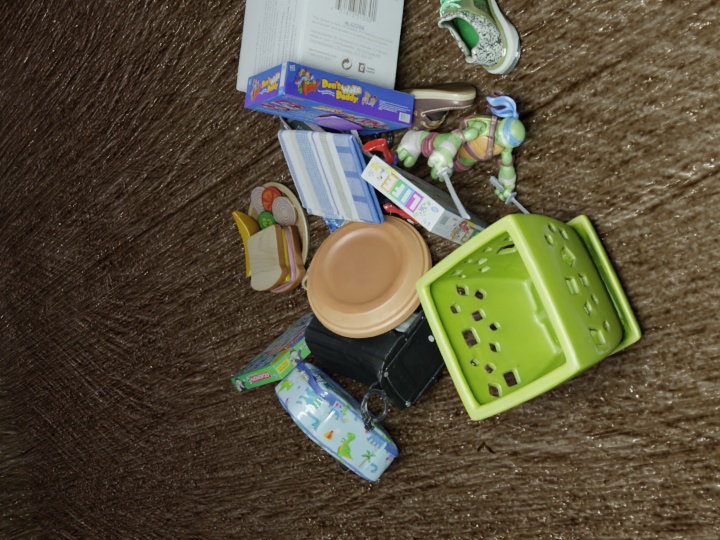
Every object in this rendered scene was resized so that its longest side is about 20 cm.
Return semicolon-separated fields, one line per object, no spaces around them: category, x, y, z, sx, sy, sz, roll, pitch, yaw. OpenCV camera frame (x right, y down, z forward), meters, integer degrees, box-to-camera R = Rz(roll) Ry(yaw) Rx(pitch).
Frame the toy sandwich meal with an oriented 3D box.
toy sandwich meal;-0.165;-0.057;1.670;0.204;0.070;0.207;13;108;48

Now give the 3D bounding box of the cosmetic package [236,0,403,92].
cosmetic package;-0.061;-0.344;1.374;0.200;0.166;0.168;3;87;57

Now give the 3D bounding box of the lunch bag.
lunch bag;-0.039;0.235;1.478;0.083;0.200;0.161;-49;20;-2

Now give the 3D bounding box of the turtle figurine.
turtle figurine;0.137;-0.129;1.239;0.193;0.143;0.202;8;112;59

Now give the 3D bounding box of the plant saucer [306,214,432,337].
plant saucer;0.007;0.001;1.378;0.199;0.037;0.201;-11;61;19

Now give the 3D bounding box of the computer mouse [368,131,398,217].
computer mouse;0.034;-0.153;1.452;0.058;0.034;0.202;0;91;34

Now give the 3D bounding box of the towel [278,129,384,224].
towel;-0.045;-0.142;1.380;0.199;0.024;0.148;14;130;53

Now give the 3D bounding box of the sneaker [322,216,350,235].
sneaker;-0.032;-0.081;1.504;0.075;0.077;0.202;1;100;48

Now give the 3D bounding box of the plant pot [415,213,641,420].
plant pot;0.218;0.050;1.156;0.200;0.181;0.200;-37;70;46

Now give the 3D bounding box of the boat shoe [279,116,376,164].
boat shoe;-0.052;-0.196;1.438;0.199;0.057;0.067;35;86;23

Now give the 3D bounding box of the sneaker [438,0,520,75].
sneaker;0.136;-0.350;1.240;0.077;0.088;0.201;-50;60;43

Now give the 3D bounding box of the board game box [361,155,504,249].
board game box;0.104;-0.082;1.245;0.134;0.200;0.034;42;103;32

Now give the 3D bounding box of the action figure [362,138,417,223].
action figure;0.052;-0.115;1.333;0.051;0.200;0.066;-21;61;15

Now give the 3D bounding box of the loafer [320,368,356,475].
loafer;-0.058;0.269;1.612;0.201;0.071;0.073;59;136;23

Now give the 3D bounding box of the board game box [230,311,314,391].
board game box;-0.111;0.124;1.550;0.134;0.200;0.029;-24;103;49

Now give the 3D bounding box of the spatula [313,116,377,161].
spatula;0.007;-0.180;1.361;0.056;0.200;0.021;5;69;42

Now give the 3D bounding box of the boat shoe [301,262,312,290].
boat shoe;0.000;0.000;1.450;0.199;0.065;0.073;-9;114;28

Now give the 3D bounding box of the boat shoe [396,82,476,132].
boat shoe;0.095;-0.228;1.334;0.199;0.072;0.073;8;111;53

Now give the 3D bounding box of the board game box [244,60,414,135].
board game box;-0.044;-0.237;1.299;0.134;0.199;0.045;3;85;60

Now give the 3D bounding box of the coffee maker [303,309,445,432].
coffee maker;0.008;0.122;1.413;0.199;0.191;0.136;15;126;49
